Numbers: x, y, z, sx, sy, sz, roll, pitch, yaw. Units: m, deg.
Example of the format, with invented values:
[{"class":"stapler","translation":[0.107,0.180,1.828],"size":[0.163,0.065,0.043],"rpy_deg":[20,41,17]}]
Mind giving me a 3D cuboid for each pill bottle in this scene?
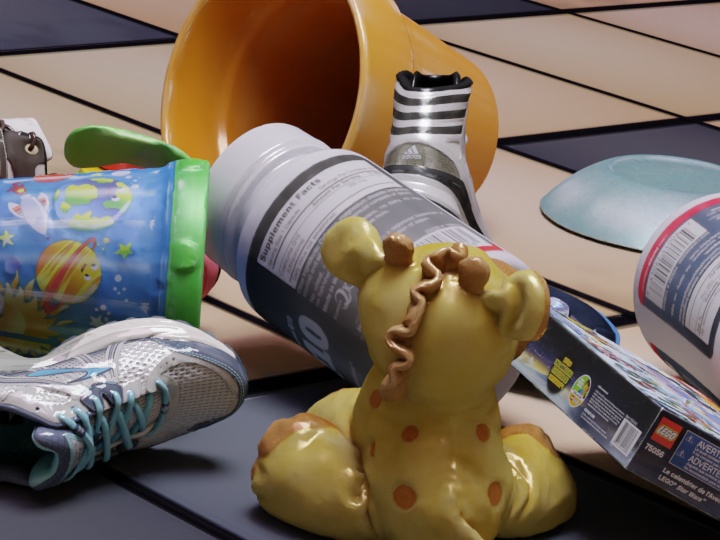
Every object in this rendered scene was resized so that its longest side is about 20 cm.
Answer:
[{"class":"pill bottle","translation":[0.000,0.000,1.663],"size":[0.113,0.115,0.200],"rpy_deg":[-9,33,-43]},{"class":"pill bottle","translation":[0.250,0.036,1.681],"size":[0.119,0.120,0.200],"rpy_deg":[1,17,-18]}]

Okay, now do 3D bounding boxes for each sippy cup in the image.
[{"class":"sippy cup","translation":[-0.153,0.001,1.621],"size":[0.129,0.141,0.178],"rpy_deg":[3,15,-4]}]

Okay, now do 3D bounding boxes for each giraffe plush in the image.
[{"class":"giraffe plush","translation":[0.035,0.056,1.448],"size":[0.171,0.163,0.200],"rpy_deg":[7,15,1]}]

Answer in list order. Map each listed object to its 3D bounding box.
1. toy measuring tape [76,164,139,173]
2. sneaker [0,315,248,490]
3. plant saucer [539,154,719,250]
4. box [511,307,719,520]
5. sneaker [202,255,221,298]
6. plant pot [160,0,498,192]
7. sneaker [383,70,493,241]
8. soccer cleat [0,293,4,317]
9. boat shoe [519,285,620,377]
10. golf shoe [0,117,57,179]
[{"class":"toy measuring tape","translation":[-0.148,-0.040,1.894],"size":[0.073,0.074,0.200],"rpy_deg":[0,17,-20]},{"class":"sneaker","translation":[-0.151,0.082,1.492],"size":[0.199,0.078,0.086],"rpy_deg":[-7,31,-17]},{"class":"plant saucer","translation":[0.235,-0.055,2.140],"size":[0.200,0.039,0.201],"rpy_deg":[5,16,-1]},{"class":"box","translation":[0.164,0.084,1.527],"size":[0.136,0.040,0.200],"rpy_deg":[30,6,-25]},{"class":"sneaker","translation":[-0.177,0.017,1.718],"size":[0.199,0.074,0.087],"rpy_deg":[-3,31,-17]},{"class":"plant pot","translation":[-0.008,-0.109,2.003],"size":[0.183,0.201,0.200],"rpy_deg":[12,7,-46]},{"class":"sneaker","translation":[0.058,-0.061,1.834],"size":[0.075,0.116,0.201],"rpy_deg":[7,-17,12]},{"class":"soccer cleat","translation":[-0.261,0.026,1.574],"size":[0.068,0.074,0.199],"rpy_deg":[11,2,-40]},{"class":"boat shoe","translation":[0.059,0.018,1.733],"size":[0.199,0.085,0.069],"rpy_deg":[8,4,16]},{"class":"golf shoe","translation":[-0.247,-0.073,1.757],"size":[0.078,0.095,0.200],"rpy_deg":[29,-15,37]}]
